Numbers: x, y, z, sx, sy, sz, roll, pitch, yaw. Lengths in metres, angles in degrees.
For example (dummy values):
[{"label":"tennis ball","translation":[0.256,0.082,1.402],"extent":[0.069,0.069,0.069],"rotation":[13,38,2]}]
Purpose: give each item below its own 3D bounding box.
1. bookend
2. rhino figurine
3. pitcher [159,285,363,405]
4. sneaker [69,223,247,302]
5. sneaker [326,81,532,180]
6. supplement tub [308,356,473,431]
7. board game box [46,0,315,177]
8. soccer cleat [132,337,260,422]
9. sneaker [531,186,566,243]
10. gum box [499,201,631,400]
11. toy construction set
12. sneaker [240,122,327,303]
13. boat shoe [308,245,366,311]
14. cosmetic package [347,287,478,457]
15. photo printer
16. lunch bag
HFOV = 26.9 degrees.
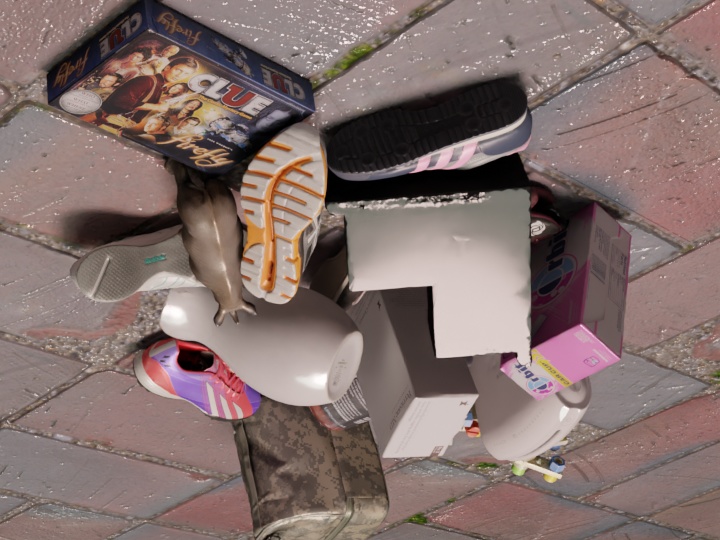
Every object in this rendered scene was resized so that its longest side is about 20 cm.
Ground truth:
[{"label":"bookend","translation":[0.068,-0.005,1.498],"extent":[0.197,0.092,0.201],"rotation":[-5,117,-1]},{"label":"rhino figurine","translation":[-0.142,-0.018,1.476],"extent":[0.059,0.088,0.201],"rotation":[-20,134,-12]},{"label":"pitcher","translation":[-0.092,0.068,1.623],"extent":[0.199,0.122,0.171],"rotation":[21,-175,22]},{"label":"sneaker","translation":[-0.205,-0.014,1.554],"extent":[0.199,0.071,0.080],"rotation":[-8,-172,-25]},{"label":"sneaker","translation":[0.068,-0.114,1.430],"extent":[0.198,0.071,0.082],"rotation":[-12,150,10]},{"label":"supplement tub","translation":[0.034,0.115,1.805],"extent":[0.199,0.108,0.107],"rotation":[-23,149,24]},{"label":"board game box","translation":[-0.156,-0.156,1.326],"extent":[0.135,0.035,0.199],"rotation":[-30,145,33]},{"label":"soccer cleat","translation":[-0.181,0.131,1.820],"extent":[0.073,0.069,0.199],"rotation":[-32,142,29]},{"label":"sneaker","translation":[0.164,-0.026,1.619],"extent":[0.115,0.076,0.200],"rotation":[-11,151,-2]},{"label":"gum box","translation":[0.223,0.028,1.612],"extent":[0.066,0.201,0.113],"rotation":[40,131,-22]},{"label":"toy construction set","translation":[0.157,0.192,1.862],"extent":[0.199,0.132,0.092],"rotation":[17,123,-31]},{"label":"sneaker","translation":[-0.068,-0.063,1.418],"extent":[0.078,0.077,0.201],"rotation":[24,133,7]},{"label":"boat shoe","translation":[0.000,0.000,1.626],"extent":[0.057,0.067,0.200],"rotation":[10,144,-22]},{"label":"cosmetic package","translation":[0.050,0.094,1.650],"extent":[0.081,0.201,0.113],"rotation":[3,135,-23]},{"label":"photo printer","translation":[0.192,0.113,1.748],"extent":[0.069,0.201,0.166],"rotation":[7,149,-28]},{"label":"lunch bag","translation":[-0.075,0.256,1.943],"extent":[0.167,0.201,0.139],"rotation":[4,147,-29]}]
